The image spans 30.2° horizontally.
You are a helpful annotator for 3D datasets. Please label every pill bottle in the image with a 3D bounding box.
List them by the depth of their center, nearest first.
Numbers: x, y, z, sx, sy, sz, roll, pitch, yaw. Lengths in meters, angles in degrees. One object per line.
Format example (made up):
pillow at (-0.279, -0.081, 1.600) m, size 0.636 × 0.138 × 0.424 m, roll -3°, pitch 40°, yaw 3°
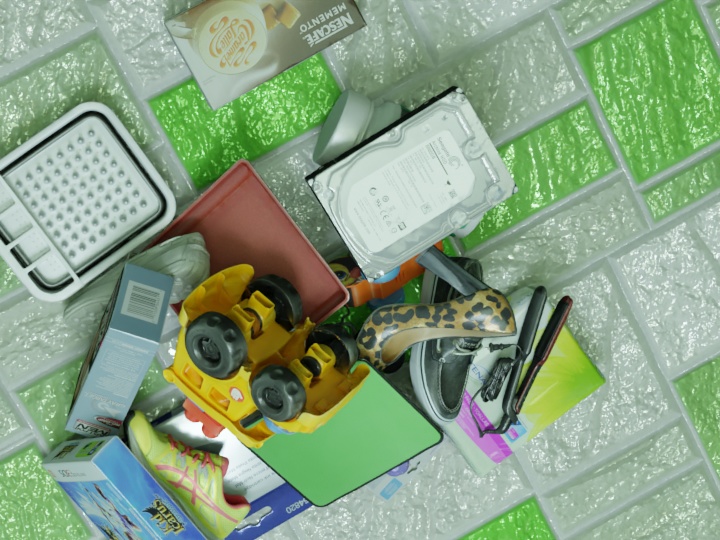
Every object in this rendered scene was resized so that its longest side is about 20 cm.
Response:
pill bottle at (0.054, -0.126, 1.551) m, size 0.200 × 0.113 × 0.113 m, roll 25°, pitch 95°, yaw -13°

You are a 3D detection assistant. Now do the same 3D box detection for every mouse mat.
mouse mat at (-0.024, 0.192, 1.548) m, size 0.200 × 0.008 × 0.161 m, roll -33°, pitch 118°, yaw 23°

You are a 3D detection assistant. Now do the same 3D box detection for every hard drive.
hard drive at (0.058, -0.096, 1.482) m, size 0.200 × 0.038 × 0.140 m, roll -31°, pitch 104°, yaw -2°

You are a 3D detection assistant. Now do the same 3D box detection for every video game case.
video game case at (-0.264, 0.280, 1.536) m, size 0.045 × 0.181 × 0.200 m, roll -45°, pitch 105°, yaw -28°

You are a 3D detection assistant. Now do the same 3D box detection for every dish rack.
dish rack at (-0.331, -0.080, 1.533) m, size 0.200 × 0.044 × 0.172 m, roll -36°, pitch 102°, yaw -2°

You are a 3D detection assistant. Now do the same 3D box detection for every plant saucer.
plant saucer at (-0.131, 0.004, 1.529) m, size 0.200 × 0.037 × 0.200 m, roll -40°, pitch 86°, yaw 27°

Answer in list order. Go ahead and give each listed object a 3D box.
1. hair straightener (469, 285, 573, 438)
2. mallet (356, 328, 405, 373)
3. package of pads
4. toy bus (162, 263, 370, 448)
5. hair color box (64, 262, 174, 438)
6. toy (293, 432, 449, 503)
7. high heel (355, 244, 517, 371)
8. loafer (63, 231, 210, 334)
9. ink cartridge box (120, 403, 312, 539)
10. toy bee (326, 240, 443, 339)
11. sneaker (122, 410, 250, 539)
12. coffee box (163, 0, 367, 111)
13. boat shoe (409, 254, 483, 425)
hair straightener at (0.177, 0.108, 1.585) m, size 0.077 × 0.041 × 0.200 m, roll 23°, pitch 100°, yaw -13°
mallet at (-0.009, 0.161, 1.632) m, size 0.041 × 0.066 × 0.200 m, roll 9°, pitch 116°, yaw -38°
package of pads at (0.177, 0.131, 1.639) m, size 0.200 × 0.068 × 0.155 m, roll -37°, pitch 104°, yaw -2°
toy bus at (-0.117, 0.125, 1.466) m, size 0.200 × 0.136 × 0.192 m, roll 38°, pitch 127°, yaw 13°
hair color box at (-0.271, 0.095, 1.492) m, size 0.061 × 0.099 × 0.200 m, roll 19°, pitch 135°, yaw -13°
toy at (0.021, 0.207, 1.598) m, size 0.115 × 0.047 × 0.200 m, roll -46°, pitch 125°, yaw 3°
high heel at (0.076, 0.088, 1.493) m, size 0.143 × 0.071 × 0.200 m, roll 39°, pitch 100°, yaw 23°
loafer at (-0.257, 0.016, 1.534) m, size 0.200 × 0.070 × 0.070 m, roll -22°, pitch 137°, yaw 21°
ink cartridge box at (-0.165, 0.247, 1.616) m, size 0.200 × 0.041 × 0.200 m, roll -30°, pitch 103°, yaw -3°
toy bee at (0.000, 0.000, 1.568) m, size 0.200 × 0.109 × 0.131 m, roll -22°, pitch 129°, yaw -45°
sneaker at (-0.201, 0.231, 1.553) m, size 0.090 × 0.078 × 0.200 m, roll -35°, pitch 112°, yaw -2°
coffee box at (-0.109, -0.280, 1.516) m, size 0.200 × 0.080 × 0.114 m, roll -29°, pitch 103°, yaw -3°
boat shoe at (0.106, 0.079, 1.545) m, size 0.072 × 0.071 × 0.200 m, roll 6°, pitch 82°, yaw -40°
